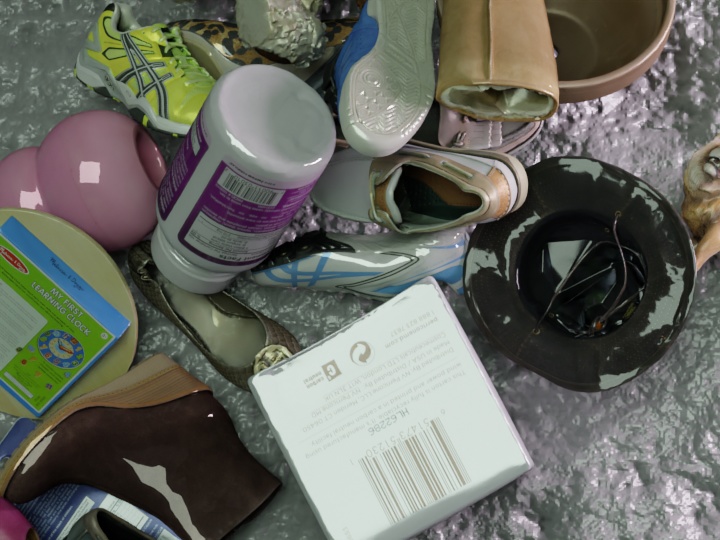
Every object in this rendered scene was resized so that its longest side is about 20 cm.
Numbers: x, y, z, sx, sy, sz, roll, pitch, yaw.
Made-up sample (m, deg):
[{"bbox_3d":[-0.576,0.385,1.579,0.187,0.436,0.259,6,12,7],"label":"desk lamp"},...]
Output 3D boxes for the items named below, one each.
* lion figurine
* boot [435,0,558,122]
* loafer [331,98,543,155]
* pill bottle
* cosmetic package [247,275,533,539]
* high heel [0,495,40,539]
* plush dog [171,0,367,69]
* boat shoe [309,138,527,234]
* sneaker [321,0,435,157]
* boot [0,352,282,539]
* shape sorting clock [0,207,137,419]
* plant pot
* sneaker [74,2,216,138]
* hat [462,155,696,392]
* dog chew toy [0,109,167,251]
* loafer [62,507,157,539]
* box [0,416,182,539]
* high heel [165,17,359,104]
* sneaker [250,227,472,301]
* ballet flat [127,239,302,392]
[{"bbox_3d":[0.330,-0.010,1.566,0.122,0.072,0.200,-42,88,-14],"label":"lion figurine"},{"bbox_3d":[0.073,-0.220,1.523,0.174,0.066,0.201,2,60,0],"label":"boot"},{"bbox_3d":[0.058,-0.123,1.637,0.198,0.063,0.073,-9,75,9],"label":"loafer"},{"bbox_3d":[-0.105,-0.069,1.573,0.111,0.200,0.113,15,51,-19],"label":"pill bottle"},{"bbox_3d":[0.029,0.124,1.507,0.167,0.200,0.167,-29,82,1],"label":"cosmetic package"},{"bbox_3d":[-0.241,0.253,1.572,0.096,0.067,0.201,-31,78,8],"label":"high heel"},{"bbox_3d":[-0.064,-0.281,1.642,0.199,0.171,0.161,32,113,27],"label":"plush dog"},{"bbox_3d":[0.036,-0.070,1.571,0.199,0.068,0.075,-1,104,32],"label":"boat shoe"},{"bbox_3d":[0.011,-0.144,1.556,0.076,0.111,0.201,16,49,-11],"label":"sneaker"},{"bbox_3d":[-0.185,0.176,1.587,0.199,0.072,0.167,-35,73,-24],"label":"boot"},{"bbox_3d":[-0.287,0.038,1.635,0.198,0.039,0.201,6,119,12],"label":"shape sorting clock"},{"bbox_3d":[0.163,-0.210,1.607,0.199,0.093,0.202,-1,58,1],"label":"plant pot"},{"bbox_3d":[-0.173,-0.172,1.655,0.199,0.075,0.077,29,111,30],"label":"sneaker"},{"bbox_3d":[0.190,0.005,1.570,0.199,0.081,0.202,-3,82,24],"label":"hat"},{"bbox_3d":[-0.270,-0.060,1.659,0.199,0.124,0.125,-22,74,13],"label":"dog chew toy"},{"bbox_3d":[-0.152,0.261,1.552,0.199,0.072,0.063,28,123,-10],"label":"loafer"},{"bbox_3d":[-0.247,0.228,1.632,0.199,0.032,0.122,35,86,14],"label":"box"},{"bbox_3d":[-0.073,-0.205,1.697,0.199,0.072,0.142,29,55,32],"label":"high heel"},{"bbox_3d":[0.000,0.000,1.622,0.198,0.072,0.073,-5,109,17],"label":"sneaker"},{"bbox_3d":[-0.127,0.040,1.644,0.200,0.046,0.067,41,88,16],"label":"ballet flat"}]
